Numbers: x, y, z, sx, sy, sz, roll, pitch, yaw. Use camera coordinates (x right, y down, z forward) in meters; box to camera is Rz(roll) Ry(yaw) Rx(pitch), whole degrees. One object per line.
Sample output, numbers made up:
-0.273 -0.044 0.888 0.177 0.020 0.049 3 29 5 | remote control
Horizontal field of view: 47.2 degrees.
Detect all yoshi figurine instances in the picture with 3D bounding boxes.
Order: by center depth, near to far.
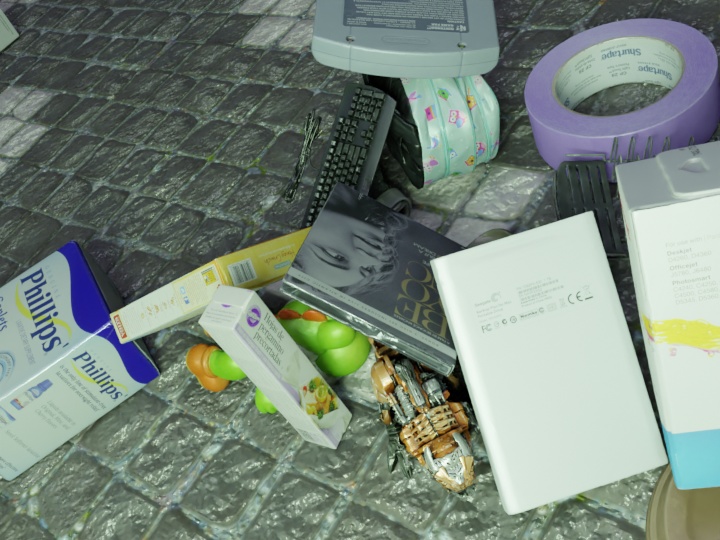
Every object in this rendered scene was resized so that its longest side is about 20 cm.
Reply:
-0.071 0.077 0.825 0.199 0.113 0.112 -11 3 37 | yoshi figurine

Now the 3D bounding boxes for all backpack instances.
0.076 -0.195 0.948 0.126 0.167 0.201 -21 49 0 | backpack

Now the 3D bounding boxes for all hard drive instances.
0.145 0.069 0.636 0.131 0.202 0.026 -17 0 -4 | hard drive

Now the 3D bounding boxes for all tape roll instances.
0.283 -0.188 0.896 0.199 0.066 0.201 -15 45 15 | tape roll

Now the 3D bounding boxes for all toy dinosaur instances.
0.051 0.098 0.685 0.101 0.136 0.201 -12 53 13 | toy dinosaur

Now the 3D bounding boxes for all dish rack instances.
0.282 -0.072 0.766 0.198 0.055 0.154 -1 47 5 | dish rack

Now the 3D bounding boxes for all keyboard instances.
-0.036 -0.107 0.900 0.127 0.021 0.202 20 92 40 | keyboard

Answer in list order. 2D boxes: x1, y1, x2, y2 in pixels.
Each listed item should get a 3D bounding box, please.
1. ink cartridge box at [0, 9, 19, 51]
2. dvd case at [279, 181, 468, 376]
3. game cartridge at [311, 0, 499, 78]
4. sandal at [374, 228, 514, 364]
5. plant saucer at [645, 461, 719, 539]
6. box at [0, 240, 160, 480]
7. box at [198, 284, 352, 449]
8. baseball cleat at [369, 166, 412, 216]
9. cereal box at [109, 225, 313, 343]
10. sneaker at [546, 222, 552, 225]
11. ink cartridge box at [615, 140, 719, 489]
-0.843 -0.470 1.726 0.144 0.084 0.200 16 57 38 | ink cartridge box
0.023 -0.003 0.713 0.148 0.016 0.200 27 30 -3 | dvd case
0.048 -0.262 0.894 0.198 0.041 0.134 3 46 0 | game cartridge
0.084 0.021 0.806 0.200 0.055 0.082 -42 44 -15 | sandal
0.298 0.181 0.565 0.199 0.030 0.201 -15 45 15 | plant saucer
-0.356 0.094 0.926 0.199 0.105 0.184 -35 44 -8 | box
-0.067 0.089 0.712 0.041 0.200 0.039 6 55 34 | box
0.014 -0.097 0.956 0.106 0.070 0.201 1 59 20 | baseball cleat
-0.142 0.014 0.826 0.199 0.040 0.143 -21 1 42 | cereal box
0.167 0.040 0.737 0.077 0.111 0.200 -41 4 33 | sneaker
0.269 0.020 0.573 0.145 0.202 0.147 -11 16 17 | ink cartridge box
